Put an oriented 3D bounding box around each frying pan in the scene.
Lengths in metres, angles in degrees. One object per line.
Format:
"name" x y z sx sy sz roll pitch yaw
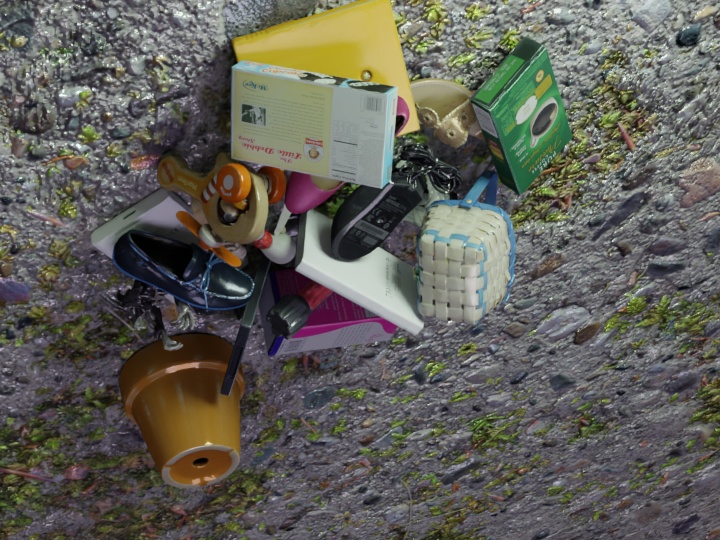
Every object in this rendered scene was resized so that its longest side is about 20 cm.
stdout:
"frying pan" -0.073 -0.061 1.742 0.114 0.031 0.190 13 136 -37

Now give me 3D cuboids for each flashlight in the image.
"flashlight" -0.051 0.015 1.736 0.200 0.068 0.068 -42 121 -29

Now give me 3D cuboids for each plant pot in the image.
"plant pot" -0.268 0.233 1.891 0.199 0.184 0.201 -13 144 -10

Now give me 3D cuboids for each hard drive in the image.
"hard drive" 0.000 0.000 1.674 0.199 0.132 0.027 30 122 -19
"hard drive" -0.266 -0.030 1.689 0.131 0.026 0.200 -30 143 13

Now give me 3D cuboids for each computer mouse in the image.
"computer mouse" 0.033 -0.096 1.619 0.200 0.053 0.138 -42 146 13

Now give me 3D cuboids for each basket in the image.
"basket" 0.152 -0.030 1.681 0.138 0.200 0.178 12 119 24

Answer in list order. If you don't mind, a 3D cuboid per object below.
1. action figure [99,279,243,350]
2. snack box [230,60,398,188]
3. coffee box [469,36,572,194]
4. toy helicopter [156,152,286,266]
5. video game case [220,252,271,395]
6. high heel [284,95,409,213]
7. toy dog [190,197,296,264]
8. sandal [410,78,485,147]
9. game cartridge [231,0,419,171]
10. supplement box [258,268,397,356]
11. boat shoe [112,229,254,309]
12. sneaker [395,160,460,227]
"action figure" -0.260 0.052 1.685 0.199 0.103 0.119 -8 164 -20
"snack box" -0.058 -0.173 1.413 0.199 0.037 0.117 13 118 16
"coffee box" 0.222 -0.207 1.637 0.123 0.044 0.200 -49 145 -11
"toy helicopter" -0.191 -0.089 1.514 0.079 0.199 0.133 -2 113 -49
"video game case" -0.168 0.076 1.762 0.019 0.144 0.200 16 143 -4
"high heel" -0.017 -0.135 1.452 0.200 0.096 0.067 -42 115 8
"toy dog" -0.152 -0.087 1.625 0.131 0.097 0.200 0 156 4
"sandal" 0.140 -0.199 1.627 0.211 0.070 0.078 11 134 -35
"game cartridge" -0.041 -0.229 1.477 0.199 0.032 0.177 -16 115 -3
"supplement box" -0.045 0.056 1.823 0.198 0.104 0.101 -5 156 -18
"boat shoe" -0.235 0.001 1.617 0.199 0.085 0.069 14 146 -19
"sneaker" 0.089 -0.095 1.746 0.081 0.076 0.200 -23 142 26
